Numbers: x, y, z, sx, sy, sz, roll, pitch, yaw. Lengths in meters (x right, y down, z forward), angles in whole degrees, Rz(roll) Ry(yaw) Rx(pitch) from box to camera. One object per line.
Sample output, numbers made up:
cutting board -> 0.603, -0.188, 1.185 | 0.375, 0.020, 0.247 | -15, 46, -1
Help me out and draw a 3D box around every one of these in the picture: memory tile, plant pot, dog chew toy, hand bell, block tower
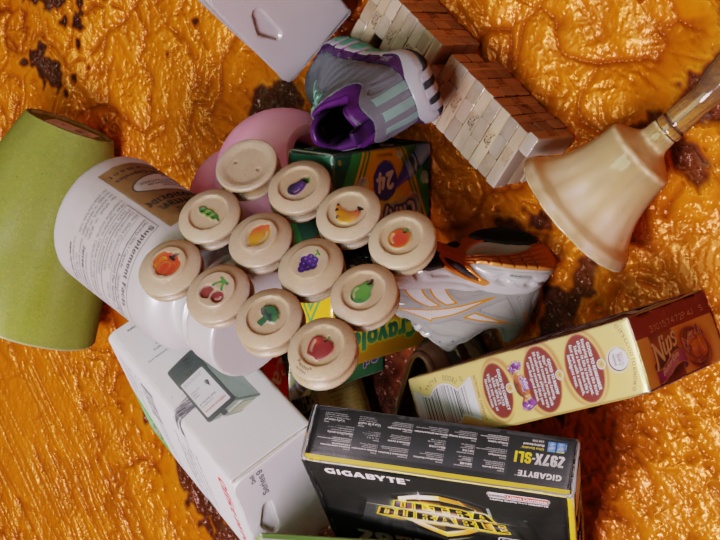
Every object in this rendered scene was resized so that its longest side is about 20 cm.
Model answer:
memory tile -> -0.054, -0.011, 0.941 | 0.198, 0.154, 0.017 | 26, 156, 30
plant pot -> -0.321, -0.051, 1.312 | 0.186, 0.186, 0.203 | 27, 100, 34
dog chew toy -> -0.093, -0.060, 1.136 | 0.199, 0.123, 0.126 | -25, 82, 48
hand bell -> 0.216, -0.103, 0.893 | 0.200, 0.104, 0.105 | -44, 70, 25
block tower -> 0.073, -0.147, 1.016 | 0.200, 0.054, 0.058 | 48, 126, 24

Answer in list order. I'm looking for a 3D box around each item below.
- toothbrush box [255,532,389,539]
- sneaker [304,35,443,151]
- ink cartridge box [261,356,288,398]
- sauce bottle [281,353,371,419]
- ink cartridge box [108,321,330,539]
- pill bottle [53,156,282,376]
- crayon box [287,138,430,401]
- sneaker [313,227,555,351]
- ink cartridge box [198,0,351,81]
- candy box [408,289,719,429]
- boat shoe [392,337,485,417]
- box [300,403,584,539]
toothbrush box -> -0.029, 0.276, 1.040 | 0.201, 0.143, 0.087 | 117, 156, -60
sneaker -> -0.018, -0.133, 1.017 | 0.075, 0.087, 0.199 | 64, 161, -17
ink cartridge box -> -0.129, 0.088, 1.237 | 0.199, 0.050, 0.164 | 38, 121, 33
sauce bottle -> -0.033, 0.088, 1.139 | 0.065, 0.066, 0.203 | -19, 88, 41
ink cartridge box -> -0.114, 0.134, 1.110 | 0.200, 0.084, 0.147 | 43, 158, 36
pill bottle -> -0.146, -0.003, 1.046 | 0.199, 0.113, 0.116 | 32, 118, 36
crayon box -> 0.000, 0.000, 1.059 | 0.051, 0.125, 0.204 | 11, 105, 38
sneaker -> 0.048, 0.021, 0.991 | 0.076, 0.197, 0.093 | -109, 26, -57
ink cartridge box -> -0.118, -0.265, 1.076 | 0.084, 0.144, 0.200 | -47, 58, 3
candy box -> 0.146, 0.072, 0.952 | 0.199, 0.116, 0.057 | -22, 83, 41
boat shoe -> 0.048, 0.145, 1.082 | 0.071, 0.067, 0.203 | 24, 113, 35
box -> 0.067, 0.168, 0.979 | 0.197, 0.160, 0.050 | 6, 59, 15
